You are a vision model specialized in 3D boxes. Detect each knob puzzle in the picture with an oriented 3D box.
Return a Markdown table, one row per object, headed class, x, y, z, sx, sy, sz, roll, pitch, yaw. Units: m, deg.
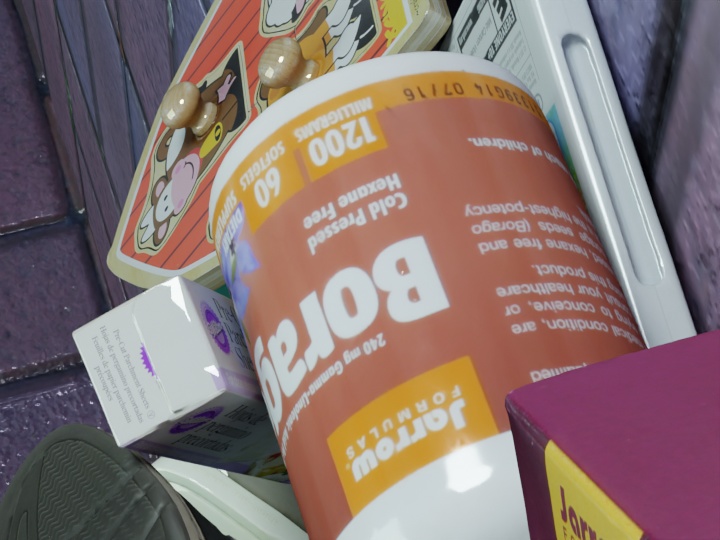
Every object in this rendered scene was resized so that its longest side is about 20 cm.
| class | x | y | z | sx | sy | sz | roll | pitch | yaw |
| --- | --- | --- | --- | --- | --- | --- | --- | --- | --- |
| knob puzzle | -0.049 | -0.073 | 0.867 | 0.220 | 0.030 | 0.220 | -43 | 31 | 34 |

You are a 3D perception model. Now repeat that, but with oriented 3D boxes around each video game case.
| class | x | y | z | sx | sy | sz | roll | pitch | yaw |
| --- | --- | --- | --- | --- | --- | --- | --- | --- | --- |
| video game case | 0.057 | 0.006 | 0.766 | 0.200 | 0.024 | 0.183 | 117 | 140 | -63 |

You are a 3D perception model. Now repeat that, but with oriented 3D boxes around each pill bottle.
| class | x | y | z | sx | sy | sz | roll | pitch | yaw |
| --- | --- | --- | --- | --- | --- | --- | --- | --- | --- |
| pill bottle | 0.032 | 0.044 | 0.637 | 0.112 | 0.112 | 0.201 | 91 | 162 | -56 |

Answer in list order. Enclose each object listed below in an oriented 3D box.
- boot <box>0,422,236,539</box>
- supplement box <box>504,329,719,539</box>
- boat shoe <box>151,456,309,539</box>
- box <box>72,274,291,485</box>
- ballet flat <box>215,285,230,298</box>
| class | x | y | z | sx | sy | sz | roll | pitch | yaw |
| --- | --- | --- | --- | --- | --- | --- | --- | --- | --- |
| boot | -0.016 | 0.133 | 0.668 | 0.200 | 0.073 | 0.150 | 40 | -173 | 40 |
| supplement box | 0.113 | 0.125 | 0.501 | 0.131 | 0.103 | 0.201 | -134 | 31 | -70 |
| boat shoe | 0.006 | 0.128 | 0.842 | 0.201 | 0.060 | 0.072 | 38 | 131 | 4 |
| box | -0.037 | 0.042 | 0.732 | 0.042 | 0.039 | 0.200 | 65 | -171 | 15 |
| ballet flat | -0.034 | 0.047 | 0.966 | 0.067 | 0.068 | 0.201 | -72 | -29 | -83 |
